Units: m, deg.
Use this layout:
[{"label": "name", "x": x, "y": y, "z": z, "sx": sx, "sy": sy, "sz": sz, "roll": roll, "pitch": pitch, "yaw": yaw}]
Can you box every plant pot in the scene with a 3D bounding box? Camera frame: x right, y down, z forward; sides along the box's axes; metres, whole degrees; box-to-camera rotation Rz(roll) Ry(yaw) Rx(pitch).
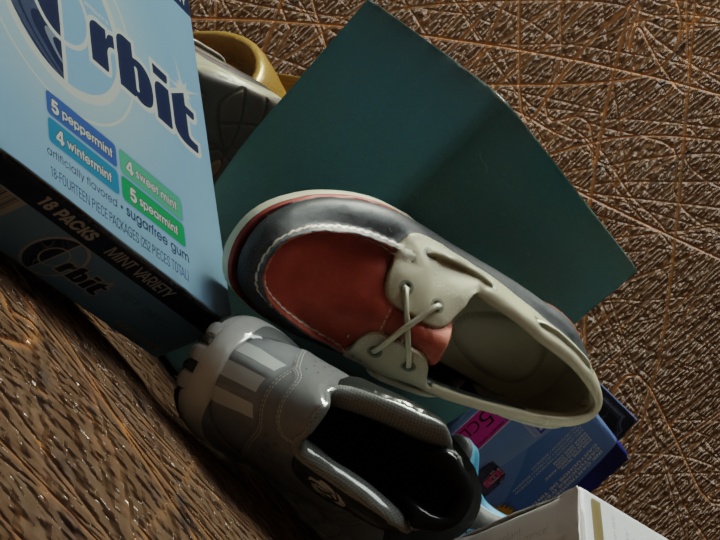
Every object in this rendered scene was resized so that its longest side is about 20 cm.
[{"label": "plant pot", "x": 0.000, "y": 0.000, "z": 0.925, "sx": 0.141, "sy": 0.200, "sz": 0.141, "roll": 47, "pitch": -2, "yaw": -38}]

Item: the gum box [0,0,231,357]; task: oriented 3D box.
[{"label": "gum box", "x": -0.125, "y": -0.087, "z": 0.778, "sx": 0.170, "sy": 0.044, "sz": 0.201, "roll": 41, "pitch": 33, "yaw": -52}]

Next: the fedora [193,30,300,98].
[{"label": "fedora", "x": -0.107, "y": -0.106, "z": 1.240, "sx": 0.201, "sy": 0.200, "sz": 0.082, "roll": 45, "pitch": -23, "yaw": 53}]

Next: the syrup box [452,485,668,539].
[{"label": "syrup box", "x": 0.132, "y": 0.179, "z": 0.844, "sx": 0.200, "sy": 0.079, "sz": 0.082, "roll": 32, "pitch": 43, "yaw": -36}]

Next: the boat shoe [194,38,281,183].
[{"label": "boat shoe", "x": -0.100, "y": -0.105, "z": 1.075, "sx": 0.200, "sy": 0.074, "sz": 0.073, "roll": 35, "pitch": 18, "yaw": -54}]

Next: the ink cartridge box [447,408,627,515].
[{"label": "ink cartridge box", "x": 0.066, "y": 0.105, "z": 1.064, "sx": 0.076, "sy": 0.136, "sz": 0.200, "roll": 49, "pitch": 2, "yaw": 35}]

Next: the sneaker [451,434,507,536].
[{"label": "sneaker", "x": 0.082, "y": 0.170, "z": 0.909, "sx": 0.200, "sy": 0.082, "sz": 0.073, "roll": 47, "pitch": -3, "yaw": 8}]

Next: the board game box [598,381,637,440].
[{"label": "board game box", "x": 0.062, "y": 0.078, "z": 1.157, "sx": 0.200, "sy": 0.136, "sz": 0.035, "roll": 42, "pitch": 1, "yaw": -24}]

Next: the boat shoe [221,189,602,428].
[{"label": "boat shoe", "x": 0.028, "y": 0.022, "z": 0.825, "sx": 0.200, "sy": 0.071, "sz": 0.063, "roll": 24, "pitch": 16, "yaw": -37}]

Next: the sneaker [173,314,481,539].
[{"label": "sneaker", "x": 0.016, "y": 0.093, "z": 0.797, "sx": 0.115, "sy": 0.075, "sz": 0.200, "roll": 22, "pitch": -7, "yaw": 44}]
